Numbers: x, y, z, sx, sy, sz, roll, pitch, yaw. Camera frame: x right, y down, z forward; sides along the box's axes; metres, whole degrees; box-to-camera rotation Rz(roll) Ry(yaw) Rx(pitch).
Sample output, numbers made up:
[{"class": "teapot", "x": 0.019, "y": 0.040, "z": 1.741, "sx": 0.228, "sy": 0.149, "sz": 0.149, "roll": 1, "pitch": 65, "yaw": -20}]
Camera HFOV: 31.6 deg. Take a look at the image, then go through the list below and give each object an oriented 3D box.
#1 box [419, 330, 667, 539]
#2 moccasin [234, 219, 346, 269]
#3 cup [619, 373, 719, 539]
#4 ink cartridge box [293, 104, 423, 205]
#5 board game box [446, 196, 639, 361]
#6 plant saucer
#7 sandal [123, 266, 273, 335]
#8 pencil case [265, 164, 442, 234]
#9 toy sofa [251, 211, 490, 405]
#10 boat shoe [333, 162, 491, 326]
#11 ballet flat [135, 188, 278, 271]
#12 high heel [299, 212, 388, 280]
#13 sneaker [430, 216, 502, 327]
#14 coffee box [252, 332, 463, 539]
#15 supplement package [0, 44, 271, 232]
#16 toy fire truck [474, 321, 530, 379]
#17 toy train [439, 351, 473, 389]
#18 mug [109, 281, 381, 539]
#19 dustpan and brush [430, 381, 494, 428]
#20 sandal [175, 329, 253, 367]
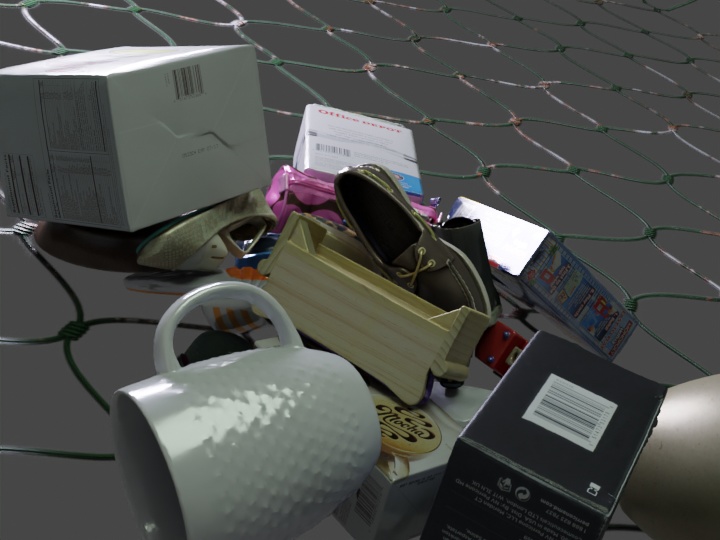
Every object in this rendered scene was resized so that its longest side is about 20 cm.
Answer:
[{"class": "box", "x": 0.124, "y": 0.184, "z": 0.945, "sx": 0.116, "sy": 0.202, "sz": 0.196, "roll": 25, "pitch": 28, "yaw": 15}, {"class": "moccasin", "x": -0.036, "y": -0.020, "z": 1.369, "sx": 0.197, "sy": 0.081, "sz": 0.069, "roll": 8, "pitch": 34, "yaw": -17}, {"class": "cup", "x": 0.306, "y": 0.176, "z": 1.106, "sx": 0.142, "sy": 0.203, "sz": 0.200, "roll": 7, "pitch": 21, "yaw": 28}, {"class": "ink cartridge box", "x": -0.007, "y": -0.117, "z": 1.564, "sx": 0.144, "sy": 0.087, "sz": 0.201, "roll": 12, "pitch": 26, "yaw": -8}, {"class": "board game box", "x": 0.204, "y": 0.015, "z": 1.405, "sx": 0.199, "sy": 0.062, "sz": 0.200, "roll": 39, "pitch": -4, "yaw": -26}, {"class": "plant saucer", "x": -0.240, "y": -0.049, "z": 1.330, "sx": 0.197, "sy": 0.033, "sz": 0.201, "roll": 5, "pitch": 23, "yaw": -2}, {"class": "sandal", "x": -0.138, "y": 0.031, "z": 1.254, "sx": 0.204, "sy": 0.060, "sz": 0.079, "roll": 3, "pitch": 14, "yaw": 23}, {"class": "pencil case", "x": -0.009, "y": -0.060, "z": 1.431, "sx": 0.197, "sy": 0.094, "sz": 0.092, "roll": 13, "pitch": 70, "yaw": -11}, {"class": "toy sofa", "x": 0.006, "y": 0.037, "z": 1.130, "sx": 0.198, "sy": 0.098, "sz": 0.083, "roll": 28, "pitch": 2, "yaw": 19}, {"class": "boat shoe", "x": 0.046, "y": -0.017, "z": 1.193, "sx": 0.201, "sy": 0.072, "sz": 0.059, "roll": 54, "pitch": 22, "yaw": 11}, {"class": "ballet flat", "x": -0.142, "y": -0.035, "z": 1.259, "sx": 0.063, "sy": 0.067, "sz": 0.200, "roll": 50, "pitch": 36, "yaw": 2}, {"class": "high heel", "x": 0.000, "y": 0.000, "z": 1.294, "sx": 0.200, "sy": 0.071, "sz": 0.143, "roll": 47, "pitch": 12, "yaw": -18}, {"class": "sneaker", "x": 0.107, "y": -0.004, "z": 1.305, "sx": 0.074, "sy": 0.108, "sz": 0.200, "roll": -6, "pitch": 5, "yaw": 1}, {"class": "coffee box", "x": -0.003, "y": 0.138, "z": 1.094, "sx": 0.112, "sy": 0.081, "sz": 0.200, "roll": -9, "pitch": 37, "yaw": -40}, {"class": "supplement package", "x": -0.229, "y": -0.138, "z": 1.257, "sx": 0.198, "sy": 0.149, "sz": 0.190, "roll": 7, "pitch": 20, "yaw": 40}, {"class": "toy fire truck", "x": 0.180, "y": 0.107, "z": 1.216, "sx": 0.199, "sy": 0.049, "sz": 0.141, "roll": 35, "pitch": 0, "yaw": 32}, {"class": "toy train", "x": 0.095, "y": 0.083, "z": 1.245, "sx": 0.034, "sy": 0.047, "sz": 0.200, "roll": 1, "pitch": 6, "yaw": 7}, {"class": "mug", "x": -0.087, "y": 0.108, "z": 0.948, "sx": 0.174, "sy": 0.203, "sz": 0.147, "roll": -17, "pitch": -1, "yaw": -27}, {"class": "dustpan and brush", "x": 0.146, "y": 0.152, "z": 1.182, "sx": 0.197, "sy": 0.058, "sz": 0.140, "roll": 7, "pitch": 8, "yaw": -15}, {"class": "sandal", "x": -0.145, "y": 0.095, "z": 1.130, "sx": 0.074, "sy": 0.048, "sz": 0.201, "roll": 17, "pitch": 26, "yaw": 2}]
